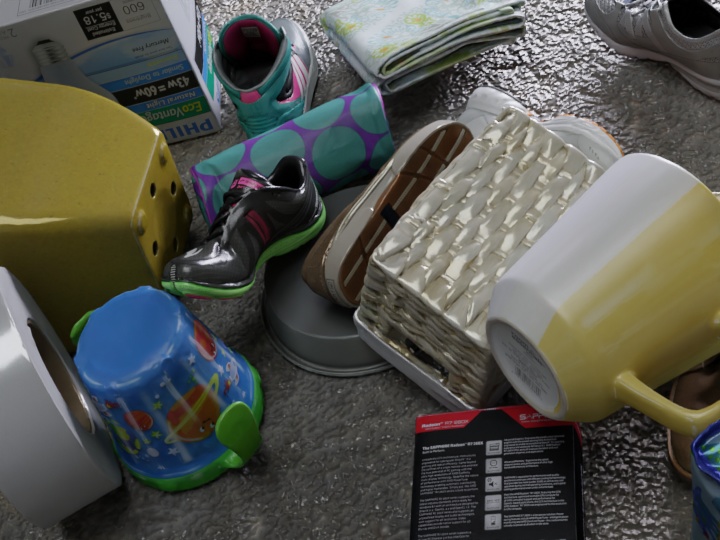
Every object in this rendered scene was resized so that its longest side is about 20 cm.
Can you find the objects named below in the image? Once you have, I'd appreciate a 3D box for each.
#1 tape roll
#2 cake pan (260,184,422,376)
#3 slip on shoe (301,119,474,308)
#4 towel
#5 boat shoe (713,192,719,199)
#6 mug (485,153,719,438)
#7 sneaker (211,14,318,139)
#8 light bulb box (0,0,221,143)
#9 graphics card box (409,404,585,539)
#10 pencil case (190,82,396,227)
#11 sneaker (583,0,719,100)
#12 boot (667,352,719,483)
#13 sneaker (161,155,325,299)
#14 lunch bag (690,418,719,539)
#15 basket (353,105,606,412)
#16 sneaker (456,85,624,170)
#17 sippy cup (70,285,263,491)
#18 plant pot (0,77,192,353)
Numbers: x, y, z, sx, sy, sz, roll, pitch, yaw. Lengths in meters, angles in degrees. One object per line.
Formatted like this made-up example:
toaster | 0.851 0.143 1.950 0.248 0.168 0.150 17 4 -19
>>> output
tape roll | -0.269 0.100 1.004 0.070 0.204 0.203 -29 47 -5
cake pan | 0.000 0.000 1.102 0.197 0.037 0.202 -11 48 12
slip on shoe | 0.025 -0.053 1.069 0.060 0.076 0.201 10 58 49
towel | 0.061 -0.255 1.265 0.169 0.049 0.200 -23 33 -6
boat shoe | 0.311 -0.053 0.995 0.198 0.073 0.064 -13 85 18
mug | 0.174 0.024 0.838 0.152 0.151 0.186 -34 12 -17
sneaker | -0.098 -0.218 1.268 0.082 0.122 0.202 -11 47 11
light bulb box | -0.263 -0.229 1.287 0.195 0.201 0.126 -13 48 9
graphics card box | 0.097 0.193 0.889 0.123 0.051 0.202 -7 48 14
pencil case | -0.060 -0.097 1.175 0.198 0.092 0.086 -25 79 -6
sneaker | 0.288 -0.238 1.166 0.075 0.083 0.199 -40 49 -15
boot | 0.270 0.061 0.922 0.073 0.076 0.202 13 58 25
sneaker | -0.103 -0.038 1.054 0.076 0.085 0.200 6 30 29
lunch bag | 0.307 0.132 0.777 0.198 0.171 0.128 -27 53 -6
basket | 0.103 -0.008 0.984 0.135 0.124 0.200 37 68 15
sneaker | 0.151 -0.090 1.108 0.199 0.076 0.092 27 71 45
sippy cup | -0.162 0.088 1.019 0.175 0.131 0.141 -8 50 17
plant pot | -0.267 -0.047 1.148 0.196 0.196 0.198 -1 50 12
